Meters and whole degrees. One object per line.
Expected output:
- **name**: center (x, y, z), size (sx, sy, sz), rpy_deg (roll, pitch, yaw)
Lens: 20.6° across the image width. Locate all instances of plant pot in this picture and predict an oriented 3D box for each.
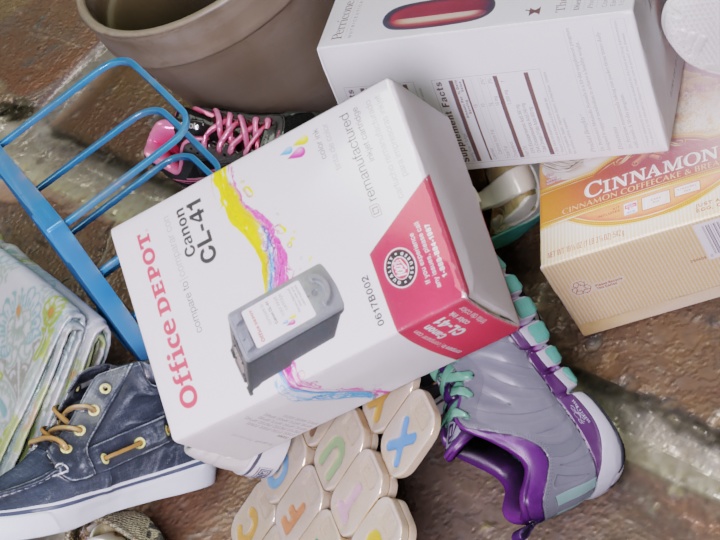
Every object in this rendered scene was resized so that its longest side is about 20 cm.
- **plant pot**: center (-0.088, -0.191, 1.497), size (0.199, 0.174, 0.200), rpy_deg (-18, 43, 18)

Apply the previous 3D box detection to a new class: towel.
- **towel**: center (-0.260, 0.076, 1.403), size (0.200, 0.048, 0.172), rpy_deg (31, 99, 49)

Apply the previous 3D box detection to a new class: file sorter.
- **file sorter**: center (-0.142, -0.024, 1.358), size (0.123, 0.200, 0.139), rpy_deg (-37, 40, -8)

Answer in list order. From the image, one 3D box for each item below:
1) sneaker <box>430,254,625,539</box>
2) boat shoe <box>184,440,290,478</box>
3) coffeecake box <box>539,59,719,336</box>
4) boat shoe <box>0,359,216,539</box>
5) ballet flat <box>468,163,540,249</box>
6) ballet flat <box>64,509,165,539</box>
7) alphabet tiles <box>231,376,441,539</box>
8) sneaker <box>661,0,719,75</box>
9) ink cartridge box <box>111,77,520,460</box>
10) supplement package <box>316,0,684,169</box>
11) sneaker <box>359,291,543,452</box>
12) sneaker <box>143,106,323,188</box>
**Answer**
- **sneaker**: center (0.066, 0.058, 1.148), size (0.087, 0.074, 0.200), rpy_deg (-29, 73, -31)
- **boat shoe**: center (-0.070, 0.027, 1.243), size (0.072, 0.066, 0.201), rpy_deg (-5, 71, 62)
- **coffeecake box**: center (0.197, -0.073, 1.264), size (0.153, 0.073, 0.200), rpy_deg (-18, 43, 21)
- **boat shoe**: center (-0.183, 0.111, 1.258), size (0.200, 0.091, 0.071), rpy_deg (-13, 7, -41)
- **ballet flat**: center (0.072, -0.041, 1.269), size (0.200, 0.068, 0.070), rpy_deg (-26, 4, -29)
- **ballet flat**: center (-0.126, 0.207, 1.213), size (0.200, 0.075, 0.068), rpy_deg (35, 107, 48)
- **alphabet tiles**: center (-0.021, 0.126, 1.193), size (0.196, 0.015, 0.200), rpy_deg (-56, 33, 25)
- **sneaker**: center (0.281, -0.142, 1.206), size (0.077, 0.199, 0.082), rpy_deg (-59, 8, 37)
- **ink cartridge box**: center (-0.028, 0.003, 1.141), size (0.200, 0.086, 0.148), rpy_deg (-27, 67, 18)
- **supplement package**: center (0.091, -0.140, 1.234), size (0.199, 0.110, 0.114), rpy_deg (-5, 42, 21)
- **sneaker**: center (0.017, 0.064, 1.253), size (0.200, 0.079, 0.078), rpy_deg (-37, 41, 1)
- **sneaker**: center (-0.088, -0.086, 1.421), size (0.200, 0.095, 0.079), rpy_deg (-7, 57, 54)
